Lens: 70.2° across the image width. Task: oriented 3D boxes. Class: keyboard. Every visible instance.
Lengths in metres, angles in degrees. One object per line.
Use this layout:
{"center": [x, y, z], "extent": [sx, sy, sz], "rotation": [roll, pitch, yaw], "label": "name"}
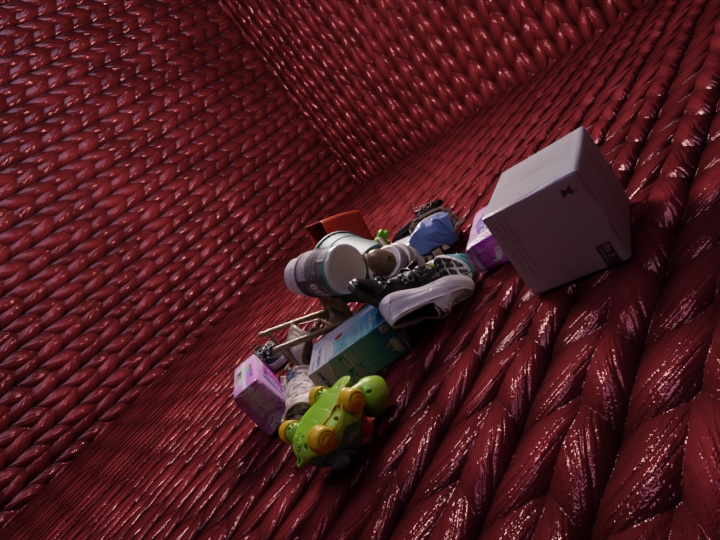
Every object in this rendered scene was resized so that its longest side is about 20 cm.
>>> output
{"center": [0.152, -0.150, 1.435], "extent": [0.104, 0.040, 0.200], "rotation": [-42, 4, -34], "label": "keyboard"}

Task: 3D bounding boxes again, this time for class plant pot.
{"center": [0.000, 0.000, 1.312], "extent": [0.200, 0.200, 0.196], "rotation": [-44, 25, -21], "label": "plant pot"}
{"center": [-0.070, -0.133, 2.016], "extent": [0.176, 0.200, 0.200], "rotation": [-32, 10, -21], "label": "plant pot"}

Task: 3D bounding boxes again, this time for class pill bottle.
{"center": [-0.088, 0.005, 1.196], "extent": [0.200, 0.113, 0.113], "rotation": [-9, 32, 52], "label": "pill bottle"}

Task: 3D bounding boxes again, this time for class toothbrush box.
{"center": [-0.004, 0.159, 1.067], "extent": [0.200, 0.085, 0.146], "rotation": [-38, 14, 12], "label": "toothbrush box"}

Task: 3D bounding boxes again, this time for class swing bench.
{"center": [-0.118, 0.158, 1.243], "extent": [0.200, 0.130, 0.199], "rotation": [-38, 14, -15], "label": "swing bench"}

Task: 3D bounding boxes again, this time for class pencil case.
{"center": [-0.119, 0.263, 1.037], "extent": [0.089, 0.078, 0.200], "rotation": [-12, 13, -4], "label": "pencil case"}

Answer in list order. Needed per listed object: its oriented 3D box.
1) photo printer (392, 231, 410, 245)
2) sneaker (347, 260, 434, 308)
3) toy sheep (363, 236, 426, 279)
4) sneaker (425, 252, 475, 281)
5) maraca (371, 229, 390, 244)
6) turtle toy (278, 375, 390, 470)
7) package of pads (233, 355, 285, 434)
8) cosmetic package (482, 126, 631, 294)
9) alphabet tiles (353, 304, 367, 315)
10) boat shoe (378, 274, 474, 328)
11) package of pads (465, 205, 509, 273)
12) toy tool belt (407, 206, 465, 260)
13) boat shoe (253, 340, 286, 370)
{"center": [0.164, -0.082, 1.440], "extent": [0.200, 0.069, 0.166], "rotation": [-40, 11, -4], "label": "photo printer"}
{"center": [0.072, 0.024, 1.021], "extent": [0.114, 0.199, 0.076], "rotation": [-66, 28, 15], "label": "sneaker"}
{"center": [0.086, 0.004, 1.136], "extent": [0.138, 0.200, 0.138], "rotation": [-21, 58, 38], "label": "toy sheep"}
{"center": [0.200, -0.012, 1.106], "extent": [0.080, 0.078, 0.200], "rotation": [-30, 7, -8], "label": "sneaker"}
{"center": [0.034, -0.033, 1.516], "extent": [0.107, 0.137, 0.200], "rotation": [22, 59, 24], "label": "maraca"}
{"center": [-0.030, 0.241, 0.828], "extent": [0.200, 0.101, 0.146], "rotation": [-46, 15, -29], "label": "turtle toy"}
{"center": [-0.224, 0.277, 1.158], "extent": [0.076, 0.121, 0.200], "rotation": [-40, 13, -7], "label": "package of pads"}
{"center": [0.330, -0.101, 0.850], "extent": [0.165, 0.165, 0.200], "rotation": [-29, 15, 38], "label": "cosmetic package"}
{"center": [-0.001, 0.133, 1.300], "extent": [0.200, 0.015, 0.196], "rotation": [-42, 13, -10], "label": "alphabet tiles"}
{"center": [0.137, 0.063, 0.977], "extent": [0.199, 0.072, 0.069], "rotation": [-10, 46, -21], "label": "boat shoe"}
{"center": [0.298, -0.087, 1.087], "extent": [0.120, 0.076, 0.200], "rotation": [-32, 15, 32], "label": "package of pads"}
{"center": [0.169, -0.074, 1.292], "extent": [0.200, 0.125, 0.123], "rotation": [-36, 7, 1], "label": "toy tool belt"}
{"center": [-0.265, 0.245, 1.521], "extent": [0.074, 0.068, 0.199], "rotation": [-45, 15, -23], "label": "boat shoe"}
